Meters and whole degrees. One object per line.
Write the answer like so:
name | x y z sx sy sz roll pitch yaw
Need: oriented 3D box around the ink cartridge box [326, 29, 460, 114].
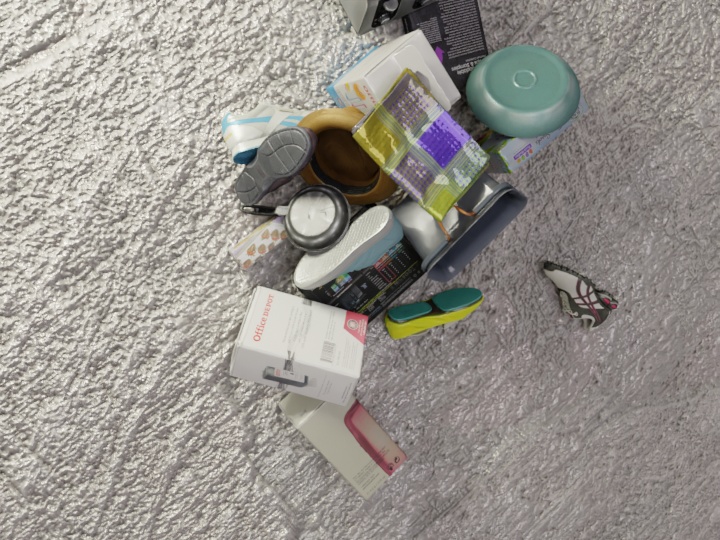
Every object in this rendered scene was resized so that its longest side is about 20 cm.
ink cartridge box | 0.055 -0.295 1.119 0.125 0.200 0.129 -42 110 -11

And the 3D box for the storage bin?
storage bin | 0.149 -0.099 1.128 0.200 0.134 0.145 -48 155 16

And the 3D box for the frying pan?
frying pan | -0.103 -0.106 1.113 0.190 0.031 0.115 32 87 19

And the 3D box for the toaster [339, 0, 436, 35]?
toaster | 0.037 -0.515 1.104 0.180 0.119 0.200 -28 91 -13

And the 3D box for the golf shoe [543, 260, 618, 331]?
golf shoe | 0.442 0.052 1.395 0.200 0.077 0.088 32 93 -22

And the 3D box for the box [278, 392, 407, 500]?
box | -0.032 0.286 1.214 0.109 0.128 0.200 -42 111 -11

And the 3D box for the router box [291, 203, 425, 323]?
router box | 0.000 0.000 1.192 0.200 0.062 0.150 -42 112 6

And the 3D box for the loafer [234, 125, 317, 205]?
loafer | -0.128 -0.171 1.080 0.063 0.200 0.072 -29 87 -47

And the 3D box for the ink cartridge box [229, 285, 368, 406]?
ink cartridge box | -0.099 0.122 1.119 0.199 0.146 0.085 17 129 -6

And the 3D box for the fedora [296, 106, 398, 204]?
fedora | -0.016 -0.196 1.101 0.200 0.200 0.082 36 50 -22

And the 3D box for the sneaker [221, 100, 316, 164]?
sneaker | -0.130 -0.242 1.123 0.200 0.077 0.081 -20 81 -28

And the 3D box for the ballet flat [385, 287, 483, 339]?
ballet flat | 0.139 0.085 1.293 0.199 0.067 0.067 -14 124 -16

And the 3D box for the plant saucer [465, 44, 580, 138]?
plant saucer | 0.286 -0.326 1.192 0.199 0.036 0.201 -2 66 4

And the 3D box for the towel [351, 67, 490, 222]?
towel | 0.094 -0.187 1.023 0.200 0.023 0.144 46 75 -13

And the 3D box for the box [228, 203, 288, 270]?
box | -0.135 -0.078 1.165 0.200 0.041 0.039 -39 110 -11

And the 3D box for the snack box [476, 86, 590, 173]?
snack box | 0.300 -0.255 1.253 0.200 0.142 0.053 -40 110 -12

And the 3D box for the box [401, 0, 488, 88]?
box | 0.152 -0.426 1.227 0.143 0.036 0.201 -20 104 -17

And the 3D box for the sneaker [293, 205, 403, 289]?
sneaker | -0.014 -0.019 1.113 0.200 0.074 0.082 -32 137 16
